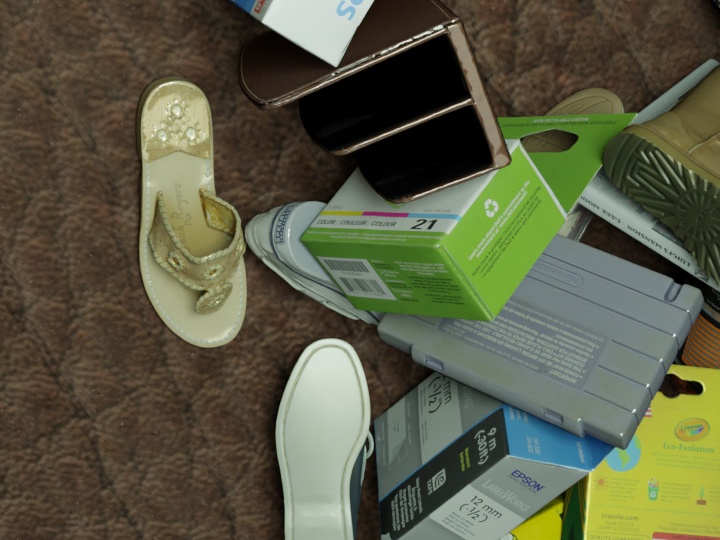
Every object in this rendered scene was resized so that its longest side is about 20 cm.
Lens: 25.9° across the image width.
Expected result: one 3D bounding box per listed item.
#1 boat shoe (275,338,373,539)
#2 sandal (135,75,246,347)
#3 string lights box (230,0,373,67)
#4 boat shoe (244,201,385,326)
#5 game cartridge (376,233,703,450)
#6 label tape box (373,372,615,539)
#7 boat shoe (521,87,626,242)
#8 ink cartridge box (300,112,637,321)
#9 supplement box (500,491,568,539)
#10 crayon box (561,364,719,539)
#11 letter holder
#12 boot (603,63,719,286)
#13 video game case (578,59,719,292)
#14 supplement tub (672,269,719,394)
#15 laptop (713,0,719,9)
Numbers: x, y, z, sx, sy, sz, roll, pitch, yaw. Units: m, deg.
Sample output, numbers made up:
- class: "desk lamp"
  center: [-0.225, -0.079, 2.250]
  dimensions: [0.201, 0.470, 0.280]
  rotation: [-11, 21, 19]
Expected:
- class: "boat shoe"
  center: [-0.027, 0.146, 1.215]
  dimensions: [0.075, 0.062, 0.200]
  rotation: [-3, 101, 0]
- class: "sandal"
  center: [-0.120, -0.029, 1.122]
  dimensions: [0.078, 0.070, 0.212]
  rotation: [-12, 112, -13]
- class: "string lights box"
  center: [-0.039, -0.206, 1.015]
  dimensions: [0.059, 0.200, 0.103]
  rotation: [29, 97, -24]
- class: "boat shoe"
  center: [0.000, 0.000, 1.174]
  dimensions: [0.200, 0.065, 0.074]
  rotation: [34, 69, -37]
- class: "game cartridge"
  center: [0.125, 0.036, 1.116]
  dimensions: [0.130, 0.200, 0.038]
  rotation: [-60, 154, -14]
- class: "label tape box"
  center: [0.099, 0.119, 1.166]
  dimensions: [0.066, 0.143, 0.200]
  rotation: [33, 120, -24]
- class: "boat shoe"
  center: [0.145, -0.046, 1.206]
  dimensions: [0.065, 0.072, 0.200]
  rotation: [36, 82, -49]
- class: "ink cartridge box"
  center: [0.076, -0.064, 1.092]
  dimensions: [0.200, 0.148, 0.076]
  rotation: [-53, 122, -25]
- class: "supplement box"
  center: [0.158, 0.235, 1.253]
  dimensions: [0.200, 0.110, 0.109]
  rotation: [-26, 90, -15]
- class: "crayon box"
  center: [0.222, 0.170, 1.191]
  dimensions: [0.127, 0.051, 0.200]
  rotation: [7, 84, -13]
- class: "letter holder"
  center: [0.000, -0.115, 1.050]
  dimensions: [0.142, 0.200, 0.101]
  rotation: [-22, 110, 0]
- class: "boot"
  center: [0.288, -0.077, 1.096]
  dimensions: [0.200, 0.175, 0.066]
  rotation: [-30, 159, -39]
- class: "video game case"
  center: [0.275, -0.066, 1.145]
  dimensions: [0.200, 0.182, 0.023]
  rotation: [-36, 148, -34]
- class: "supplement tub"
  center: [0.310, 0.020, 1.222]
  dimensions: [0.122, 0.123, 0.200]
  rotation: [-9, 137, -15]
- class: "laptop"
  center: [0.333, -0.259, 1.221]
  dimensions: [0.187, 0.116, 0.200]
  rotation: [-38, 87, -3]
